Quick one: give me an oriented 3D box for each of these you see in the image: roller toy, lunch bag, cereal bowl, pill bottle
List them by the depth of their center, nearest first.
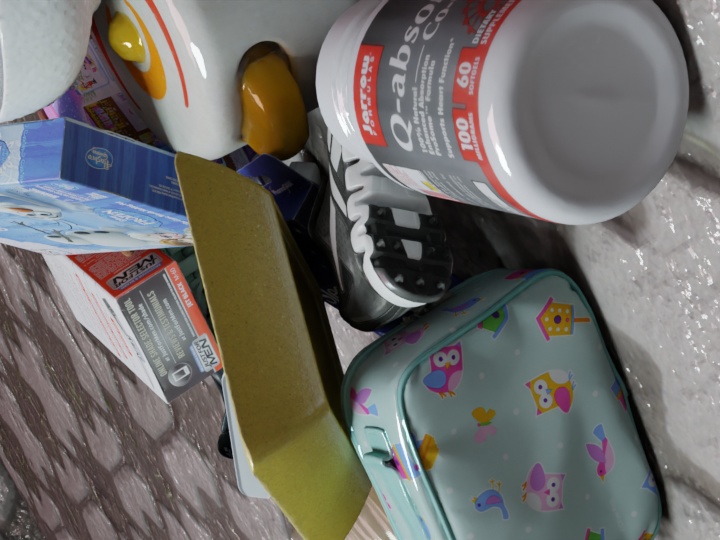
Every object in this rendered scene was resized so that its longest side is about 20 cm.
[{"bbox_3d":[0.062,-0.091,0.907,0.200,0.115,0.117,16,131,61],"label":"pill bottle"},{"bbox_3d":[0.078,0.104,1.049,0.077,0.160,0.201,8,125,60],"label":"lunch bag"},{"bbox_3d":[-0.211,-0.195,1.092,0.200,0.083,0.201,51,151,43],"label":"cereal bowl"},{"bbox_3d":[-0.095,-0.168,1.134,0.182,0.139,0.201,9,125,64],"label":"roller toy"}]

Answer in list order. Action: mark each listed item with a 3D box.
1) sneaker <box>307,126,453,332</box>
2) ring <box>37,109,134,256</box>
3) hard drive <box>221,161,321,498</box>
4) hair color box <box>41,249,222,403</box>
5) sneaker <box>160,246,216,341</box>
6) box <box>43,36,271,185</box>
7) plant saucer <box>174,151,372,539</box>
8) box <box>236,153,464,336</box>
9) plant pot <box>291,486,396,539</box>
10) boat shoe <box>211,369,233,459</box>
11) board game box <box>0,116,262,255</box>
[{"bbox_3d":[0.002,-0.052,1.050,0.091,0.066,0.202,-46,41,48],"label":"sneaker"},{"bbox_3d":[-0.229,-0.098,1.400,0.202,0.019,0.200,62,180,0],"label":"ring"},{"bbox_3d":[-0.057,0.040,1.273,0.026,0.201,0.133,6,138,9],"label":"hard drive"},{"bbox_3d":[-0.198,0.018,1.507,0.200,0.064,0.111,35,153,54],"label":"hair color box"},{"bbox_3d":[-0.118,-0.006,1.477,0.118,0.073,0.201,27,147,61],"label":"sneaker"},{"bbox_3d":[-0.158,-0.126,1.282,0.136,0.039,0.201,-17,111,29],"label":"box"},{"bbox_3d":[-0.043,0.049,1.064,0.200,0.048,0.201,67,-174,-64],"label":"plant saucer"},{"bbox_3d":[0.000,0.000,1.144,0.199,0.033,0.121,33,163,-12],"label":"box"},{"bbox_3d":[0.016,0.200,1.313,0.201,0.093,0.201,49,179,1],"label":"plant pot"},{"bbox_3d":[-0.100,0.143,1.630,0.074,0.066,0.200,43,152,38],"label":"boat shoe"},{"bbox_3d":[-0.202,-0.051,1.198,0.198,0.199,0.044,-2,79,34],"label":"board game box"}]
